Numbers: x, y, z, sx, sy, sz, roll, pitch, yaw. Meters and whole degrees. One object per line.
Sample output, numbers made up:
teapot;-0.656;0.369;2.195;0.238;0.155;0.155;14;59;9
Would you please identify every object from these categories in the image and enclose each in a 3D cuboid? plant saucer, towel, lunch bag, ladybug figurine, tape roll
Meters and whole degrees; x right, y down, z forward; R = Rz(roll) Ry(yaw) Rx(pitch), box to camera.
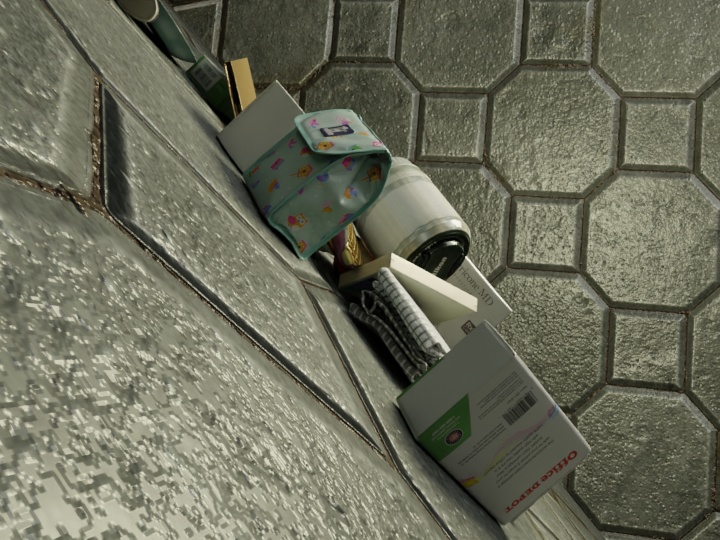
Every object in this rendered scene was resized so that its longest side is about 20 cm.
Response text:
plant saucer;-0.410;-0.503;1.434;0.202;0.038;0.201;53;-7;9
towel;0.077;0.112;1.057;0.166;0.085;0.200;54;4;33
lunch bag;-0.059;-0.143;1.023;0.122;0.199;0.171;46;6;-36
ladybug figurine;0.000;0.000;1.267;0.137;0.072;0.200;52;5;8
tape roll;-0.129;-0.201;1.205;0.203;0.139;0.203;49;4;-5

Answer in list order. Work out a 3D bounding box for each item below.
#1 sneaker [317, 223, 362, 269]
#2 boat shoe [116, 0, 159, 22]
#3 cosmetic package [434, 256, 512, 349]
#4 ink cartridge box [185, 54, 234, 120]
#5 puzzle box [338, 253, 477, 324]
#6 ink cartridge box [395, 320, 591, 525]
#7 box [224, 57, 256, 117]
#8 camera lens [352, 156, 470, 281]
sneaker;-0.051;-0.051;1.157;0.201;0.088;0.076;-103;174;-64
boat shoe;-0.442;-0.542;1.345;0.200;0.073;0.063;46;6;15
cosmetic package;0.154;0.079;1.328;0.165;0.199;0.165;49;2;4
ink cartridge box;-0.315;-0.406;1.592;0.104;0.059;0.200;50;4;2
puzzle box;0.078;0.037;1.143;0.198;0.132;0.026;27;59;-33
ink cartridge box;0.160;0.184;0.833;0.200;0.144;0.084;47;4;-29
box;-0.253;-0.376;1.529;0.200;0.021;0.167;-86;166;-71
camera lens;0.082;-0.075;1.207;0.201;0.159;0.160;56;7;32
